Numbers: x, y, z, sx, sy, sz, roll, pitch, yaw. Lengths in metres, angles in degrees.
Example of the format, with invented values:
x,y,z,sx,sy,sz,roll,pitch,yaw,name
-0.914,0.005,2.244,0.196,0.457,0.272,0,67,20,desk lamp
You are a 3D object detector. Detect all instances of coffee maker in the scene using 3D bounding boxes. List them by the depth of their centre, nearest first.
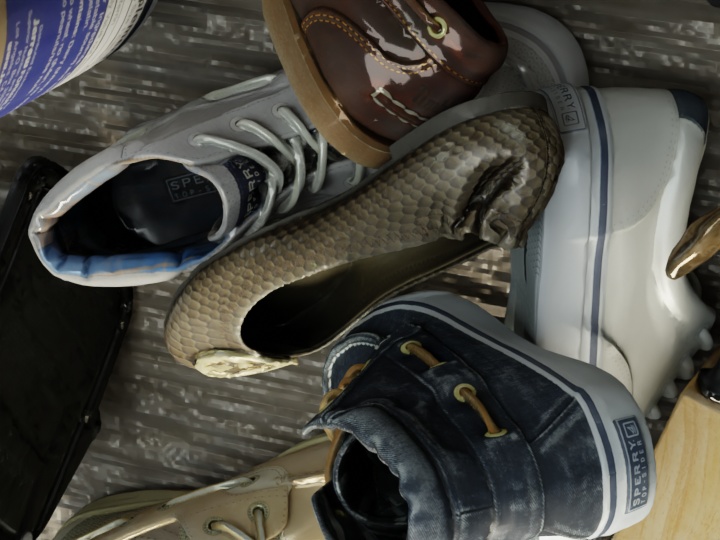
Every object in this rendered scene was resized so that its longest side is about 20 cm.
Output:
x,y,z,sx,sy,sz,roll,pitch,yaw,name
-0.215,0.037,1.078,0.199,0.192,0.135,6,127,25,coffee maker

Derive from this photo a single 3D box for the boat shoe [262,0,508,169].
x,y,z,sx,sy,sz,roll,pitch,yaw,name
-0.012,-0.134,0.971,0.070,0.070,0.200,-41,70,34,boat shoe

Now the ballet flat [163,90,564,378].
x,y,z,sx,sy,sz,roll,pitch,yaw,name
0.000,0.000,0.975,0.200,0.067,0.046,-32,69,43,ballet flat

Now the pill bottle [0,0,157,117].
x,y,z,sx,sy,sz,roll,pitch,yaw,name
-0.134,-0.112,0.981,0.115,0.200,0.116,8,111,21,pill bottle

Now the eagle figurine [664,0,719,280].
x,y,z,sx,sy,sz,roll,pitch,yaw,name
0.130,-0.124,0.914,0.151,0.151,0.200,-18,60,-7,eagle figurine

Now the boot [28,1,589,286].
x,y,z,sx,sy,sz,roll,pitch,yaw,name
-0.021,-0.035,1.016,0.200,0.096,0.074,-18,100,29,boot

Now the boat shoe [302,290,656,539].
x,y,z,sx,sy,sz,roll,pitch,yaw,name
0.012,0.053,0.971,0.200,0.091,0.071,-167,68,-65,boat shoe

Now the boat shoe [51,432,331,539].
x,y,z,sx,sy,sz,roll,pitch,yaw,name
-0.042,0.110,1.095,0.199,0.065,0.072,-12,103,27,boat shoe

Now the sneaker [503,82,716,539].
x,y,z,sx,sy,sz,roll,pitch,yaw,name
0.089,0.027,1.004,0.071,0.073,0.200,-4,125,-8,sneaker

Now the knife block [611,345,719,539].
x,y,z,sx,sy,sz,roll,pitch,yaw,name
0.129,0.065,1.001,0.200,0.064,0.176,-17,100,29,knife block
